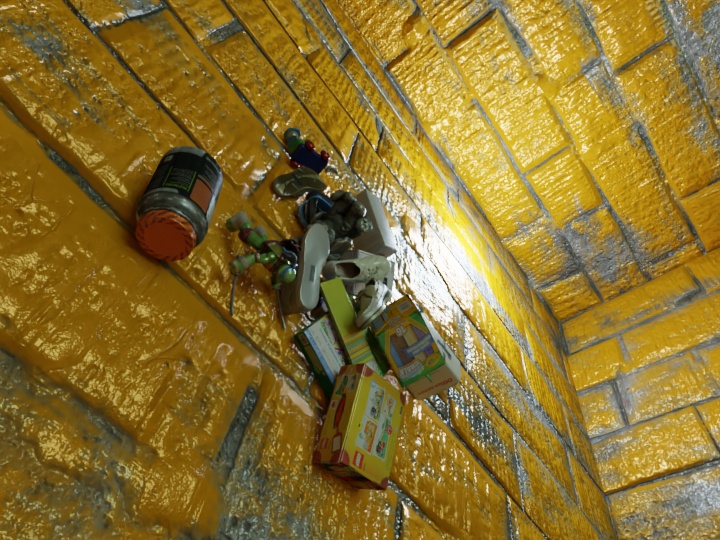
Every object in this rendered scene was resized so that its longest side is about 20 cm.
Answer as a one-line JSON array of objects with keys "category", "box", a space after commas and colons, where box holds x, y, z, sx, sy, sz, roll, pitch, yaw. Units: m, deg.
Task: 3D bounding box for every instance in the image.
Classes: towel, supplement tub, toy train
[{"category": "towel", "box": [-0.033, 0.117, 1.170, 0.086, 0.018, 0.203, -15, 81, -57]}, {"category": "supplement tub", "box": [-0.321, -0.120, 0.928, 0.122, 0.121, 0.202, 42, 31, -32]}, {"category": "toy train", "box": [-0.141, -0.342, 1.549, 0.199, 0.085, 0.117, 21, 32, -53]}]

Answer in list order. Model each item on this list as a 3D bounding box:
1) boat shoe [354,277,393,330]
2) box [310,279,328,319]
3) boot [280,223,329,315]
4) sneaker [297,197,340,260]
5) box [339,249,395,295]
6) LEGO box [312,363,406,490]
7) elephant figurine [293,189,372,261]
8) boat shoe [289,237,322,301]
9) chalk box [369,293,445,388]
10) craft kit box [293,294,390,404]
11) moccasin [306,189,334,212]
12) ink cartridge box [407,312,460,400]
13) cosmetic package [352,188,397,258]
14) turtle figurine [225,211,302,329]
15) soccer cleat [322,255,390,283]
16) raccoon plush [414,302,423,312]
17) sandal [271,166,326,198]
[{"category": "boat shoe", "box": [0.019, 0.075, 1.214, 0.069, 0.075, 0.200, 47, 20, -2]}, {"category": "box", "box": [-0.047, 0.122, 1.276, 0.201, 0.041, 0.120, 51, 28, -14]}, {"category": "boot", "box": [-0.130, -0.002, 1.141, 0.073, 0.095, 0.204, 30, 59, -36]}, {"category": "sneaker", "box": [-0.085, -0.104, 1.384, 0.201, 0.082, 0.071, 53, 16, -17]}, {"category": "box", "box": [0.018, 0.015, 1.425, 0.199, 0.059, 0.119, 13, 82, -57]}, {"category": "LEGO box", "box": [0.004, 0.317, 1.058, 0.149, 0.076, 0.203, 42, 49, -32]}, {"category": "elephant figurine", "box": [-0.081, -0.093, 1.271, 0.141, 0.199, 0.156, 34, -18, 52]}, {"category": "boat shoe", "box": [-0.128, 0.001, 1.229, 0.068, 0.056, 0.203, 28, 39, -48]}, {"category": "chalk box", "box": [0.116, 0.186, 1.261, 0.203, 0.122, 0.125, 63, -2, -18]}, {"category": "craft kit box", "box": [-0.035, 0.185, 1.174, 0.197, 0.048, 0.203, -32, 95, -50]}, {"category": "moccasin", "box": [-0.094, -0.173, 1.464, 0.200, 0.079, 0.070, 44, 36, -57]}, {"category": "ink cartridge box", "box": [0.161, 0.236, 1.415, 0.201, 0.143, 0.084, 51, 26, -17]}, {"category": "cosmetic package", "box": [0.025, -0.129, 1.591, 0.084, 0.107, 0.204, 19, 48, -53]}, {"category": "turtle figurine", "box": [-0.217, -0.008, 1.062, 0.142, 0.202, 0.195, -3, 42, -37]}, {"category": "soccer cleat", "box": [0.000, 0.000, 1.289, 0.196, 0.077, 0.071, -5, 91, -30]}, {"category": "raccoon plush", "box": [0.161, 0.185, 1.540, 0.199, 0.096, 0.136, 35, 43, -42]}, {"category": "sandal", "box": [-0.170, -0.227, 1.405, 0.199, 0.054, 0.081, -27, 81, -50]}]
